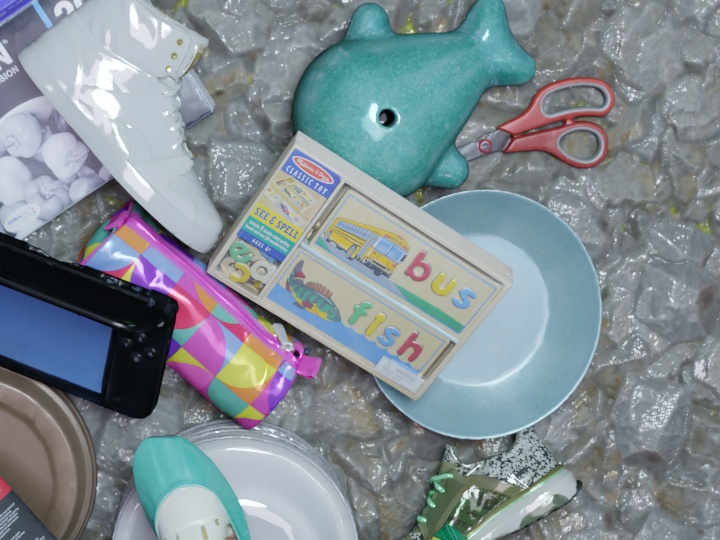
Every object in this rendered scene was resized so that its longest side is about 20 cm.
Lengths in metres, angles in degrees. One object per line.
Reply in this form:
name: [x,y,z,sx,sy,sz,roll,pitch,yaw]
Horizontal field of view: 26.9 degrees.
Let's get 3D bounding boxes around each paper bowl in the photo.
paper bowl: [-0.099,0.226,1.190,0.198,0.104,0.203,-1,99,-6]

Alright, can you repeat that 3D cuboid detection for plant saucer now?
plant saucer: [-0.309,0.166,1.193,0.197,0.029,0.203,-1,99,-6]
plant saucer: [0.095,0.033,1.216,0.198,0.039,0.204,-1,100,-7]

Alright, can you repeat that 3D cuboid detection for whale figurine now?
whale figurine: [0.043,-0.134,1.150,0.199,0.104,0.160,-29,98,-5]

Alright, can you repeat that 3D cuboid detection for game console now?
game console: [-0.245,0.041,1.087,0.198,0.117,0.177,21,127,4]

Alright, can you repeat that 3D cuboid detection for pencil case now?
pencil case: [-0.129,0.034,1.167,0.199,0.088,0.089,38,93,-11]

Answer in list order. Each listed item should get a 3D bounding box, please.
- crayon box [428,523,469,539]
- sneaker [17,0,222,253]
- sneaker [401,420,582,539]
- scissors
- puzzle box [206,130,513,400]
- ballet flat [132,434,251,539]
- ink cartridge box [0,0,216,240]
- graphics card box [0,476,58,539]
crayon box: [0.092,0.299,1.201,0.119,0.058,0.200,-44,128,7]
sneaker: [-0.144,-0.118,1.105,0.115,0.074,0.200,-40,103,3]
sneaker: [0.078,0.189,1.232,0.198,0.077,0.089,-27,82,-5]
scissors: [0.110,-0.111,1.210,0.197,0.014,0.074,-7,102,-5]
puzzle box: [0.000,0.000,1.138,0.199,0.026,0.133,31,117,-12]
ballet flat: [-0.107,0.213,1.098,0.067,0.070,0.202,-25,100,-1]
ink cartridge box: [-0.244,-0.153,1.145,0.197,0.043,0.201,-34,100,0]
graphics card box: [-0.258,0.267,1.133,0.200,0.051,0.125,47,56,-2]
